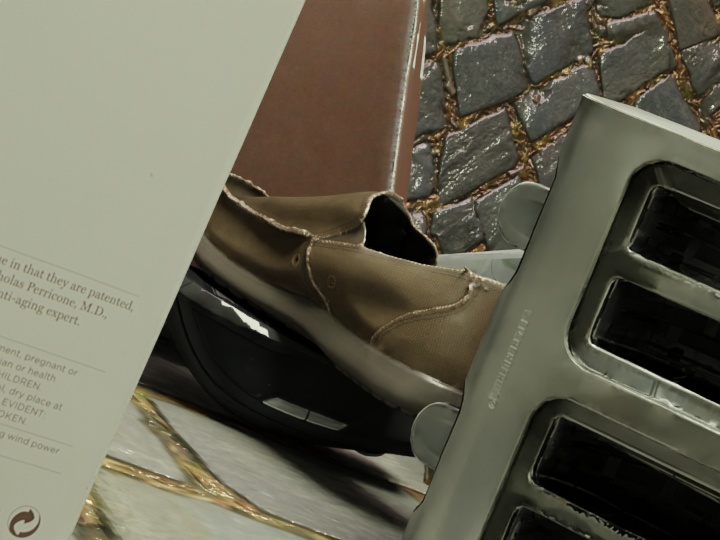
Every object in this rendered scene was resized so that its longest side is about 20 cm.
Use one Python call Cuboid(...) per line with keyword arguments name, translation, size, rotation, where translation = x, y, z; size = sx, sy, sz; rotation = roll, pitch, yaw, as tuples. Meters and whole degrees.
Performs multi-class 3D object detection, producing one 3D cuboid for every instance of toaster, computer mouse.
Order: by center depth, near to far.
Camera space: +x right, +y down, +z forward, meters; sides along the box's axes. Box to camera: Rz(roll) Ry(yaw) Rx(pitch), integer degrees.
Cuboid(name="toaster", translation=(0.126, 0.057, 0.610), size=(0.200, 0.181, 0.119), rotation=(26, 9, 23))
Cuboid(name="computer mouse", translation=(-0.002, 0.068, 0.770), size=(0.200, 0.046, 0.140), rotation=(29, 5, -18))

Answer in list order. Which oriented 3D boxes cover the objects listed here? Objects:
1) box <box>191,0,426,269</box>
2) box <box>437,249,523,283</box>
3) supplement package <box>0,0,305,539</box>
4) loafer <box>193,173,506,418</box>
Cuboid(name="box", translation=(-0.074, -0.070, 0.936), size=(0.199, 0.165, 0.166), rotation=(8, 3, 4))
Cuboid(name="box", translation=(0.128, 0.064, 0.978), size=(0.200, 0.097, 0.176), rotation=(22, -10, -22))
Cuboid(name="supplement package", translation=(-0.139, -0.065, 0.449), size=(0.191, 0.200, 0.147), rotation=(23, 3, -32))
Cuboid(name="loafer", translation=(0.000, 0.000, 0.769), size=(0.073, 0.071, 0.200), rotation=(26, 5, -46))
